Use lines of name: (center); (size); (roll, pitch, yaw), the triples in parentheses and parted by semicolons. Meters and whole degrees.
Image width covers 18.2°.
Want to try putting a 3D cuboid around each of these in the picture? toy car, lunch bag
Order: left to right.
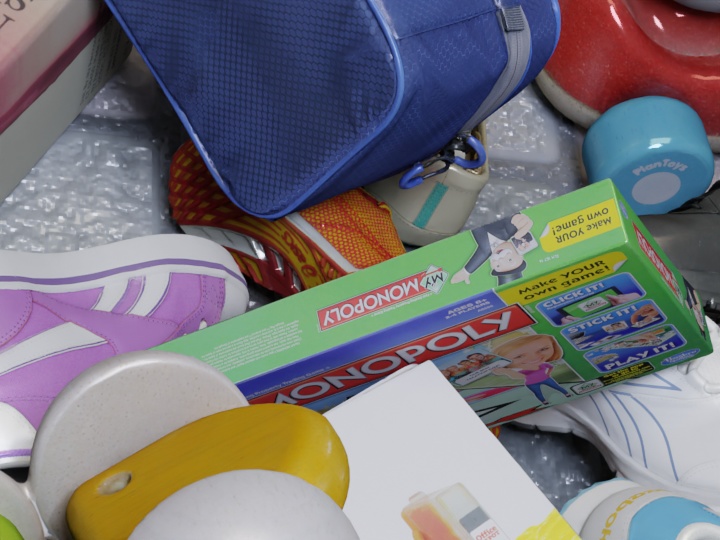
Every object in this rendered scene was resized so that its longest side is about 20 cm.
toy car: (-0.085, 0.130, 0.742); (0.200, 0.150, 0.175); (-24, 24, -11)
lunch bag: (-0.009, -0.125, 0.967); (0.132, 0.136, 0.200); (-27, 84, -45)
toy car: (0.186, -0.153, 1.091); (0.176, 0.200, 0.185); (2, 52, -15)

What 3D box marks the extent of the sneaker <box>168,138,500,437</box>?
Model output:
sneaker: (0.000, 0.000, 1.001); (0.077, 0.073, 0.200); (-24, 64, -41)

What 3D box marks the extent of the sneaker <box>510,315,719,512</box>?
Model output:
sneaker: (0.120, 0.041, 0.949); (0.200, 0.087, 0.074); (23, 38, 38)

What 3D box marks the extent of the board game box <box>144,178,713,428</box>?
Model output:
board game box: (0.026, 0.033, 0.879); (0.200, 0.135, 0.029); (-20, 66, 15)

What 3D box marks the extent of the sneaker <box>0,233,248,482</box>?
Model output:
sneaker: (-0.103, 0.051, 0.911); (0.200, 0.073, 0.114); (-8, 62, -52)

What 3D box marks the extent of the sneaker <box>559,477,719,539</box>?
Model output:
sneaker: (0.137, 0.175, 0.845); (0.076, 0.081, 0.200); (-32, 104, -20)

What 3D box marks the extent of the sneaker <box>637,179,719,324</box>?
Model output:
sneaker: (0.184, -0.018, 1.047); (0.199, 0.076, 0.091); (4, 86, -22)

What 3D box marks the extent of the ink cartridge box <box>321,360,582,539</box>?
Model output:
ink cartridge box: (0.039, 0.158, 0.836); (0.083, 0.145, 0.200); (-25, 62, -30)

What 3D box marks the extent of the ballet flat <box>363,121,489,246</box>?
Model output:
ballet flat: (0.037, -0.101, 1.095); (0.069, 0.070, 0.200); (8, 50, -10)

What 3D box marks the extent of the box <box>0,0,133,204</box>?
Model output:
box: (-0.196, -0.105, 1.003); (0.128, 0.109, 0.200); (28, 50, 7)
